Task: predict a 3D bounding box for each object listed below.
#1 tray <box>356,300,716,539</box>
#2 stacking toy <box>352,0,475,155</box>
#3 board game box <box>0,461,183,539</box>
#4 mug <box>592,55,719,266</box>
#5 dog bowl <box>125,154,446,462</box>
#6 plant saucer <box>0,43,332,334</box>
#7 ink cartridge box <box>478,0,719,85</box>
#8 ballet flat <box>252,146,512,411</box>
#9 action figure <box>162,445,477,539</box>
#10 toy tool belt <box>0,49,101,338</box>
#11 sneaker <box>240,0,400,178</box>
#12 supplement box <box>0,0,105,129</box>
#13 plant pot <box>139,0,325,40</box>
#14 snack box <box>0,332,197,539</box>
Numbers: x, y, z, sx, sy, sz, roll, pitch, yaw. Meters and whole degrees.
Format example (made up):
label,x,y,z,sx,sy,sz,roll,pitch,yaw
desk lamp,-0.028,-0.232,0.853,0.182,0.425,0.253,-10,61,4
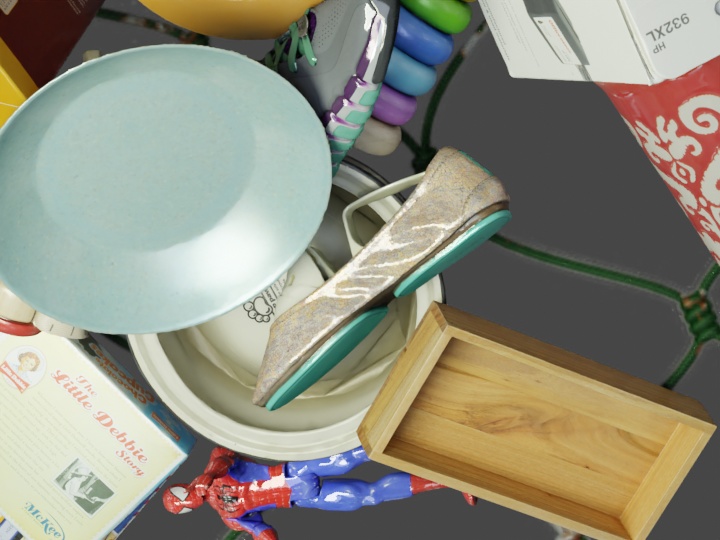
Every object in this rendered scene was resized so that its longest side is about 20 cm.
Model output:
label,x,y,z,sx,sy,sz,roll,pitch,yaw
tray,0.108,0.096,1.753,0.200,0.037,0.099,21,110,-25
stacking toy,0.040,-0.169,1.704,0.085,0.085,0.200,36,104,-4
board game box,-0.231,0.106,1.838,0.200,0.046,0.152,40,108,-5
mug,0.252,-0.067,1.665,0.177,0.133,0.200,-14,112,49
dog bowl,-0.043,0.012,1.770,0.200,0.074,0.200,2,108,7
plant saucer,-0.117,-0.052,1.601,0.201,0.039,0.201,-8,129,-10
ink cartridge box,0.165,-0.171,1.596,0.145,0.200,0.084,-29,103,-15
ballet flat,0.000,0.000,1.696,0.200,0.068,0.067,-40,78,11
action figure,-0.033,0.140,1.797,0.200,0.099,0.065,-8,107,13
toy tool belt,-0.185,-0.054,1.706,0.125,0.200,0.123,19,111,-7
sneaker,-0.041,-0.103,1.619,0.087,0.074,0.200,15,135,-11
supplement box,-0.274,-0.142,1.667,0.197,0.200,0.133,-28,109,25
plant pot,-0.068,-0.256,1.592,0.200,0.183,0.200,-2,69,6
snack box,-0.213,0.078,1.783,0.116,0.037,0.200,-43,96,16
